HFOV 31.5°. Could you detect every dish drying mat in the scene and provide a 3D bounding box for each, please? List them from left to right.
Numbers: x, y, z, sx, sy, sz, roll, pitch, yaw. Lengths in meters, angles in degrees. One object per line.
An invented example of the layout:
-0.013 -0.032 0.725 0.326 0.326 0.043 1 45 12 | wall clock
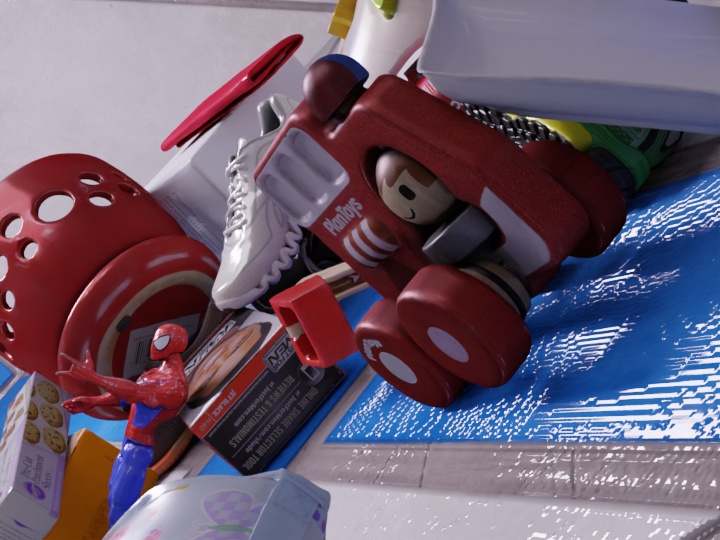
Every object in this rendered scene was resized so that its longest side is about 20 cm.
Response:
-0.121 -0.160 1.169 0.077 0.018 0.200 -52 15 -29 | dish drying mat

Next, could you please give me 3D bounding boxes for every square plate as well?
0.132 -0.108 0.648 0.198 0.200 0.029 -76 -9 -65 | square plate

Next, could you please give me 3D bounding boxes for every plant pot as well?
-0.230 0.018 1.135 0.182 0.201 0.200 30 71 34 | plant pot

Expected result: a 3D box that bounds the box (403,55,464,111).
0.103 -0.138 0.950 0.100 0.095 0.200 -44 12 10 | box

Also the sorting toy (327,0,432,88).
0.017 -0.182 0.991 0.200 0.107 0.180 -147 81 -80 | sorting toy

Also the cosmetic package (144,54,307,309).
-0.101 -0.075 1.258 0.167 0.166 0.200 -53 15 -30 | cosmetic package

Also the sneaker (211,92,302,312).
-0.082 -0.057 1.037 0.075 0.081 0.200 -17 43 49 | sneaker

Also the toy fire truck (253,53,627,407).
0.026 -0.030 0.651 0.112 0.168 0.200 -50 3 -20 | toy fire truck

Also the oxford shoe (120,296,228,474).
-0.163 0.108 1.084 0.200 0.073 0.071 -49 13 3 | oxford shoe

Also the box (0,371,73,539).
-0.243 0.137 0.945 0.039 0.041 0.200 -52 18 10 | box

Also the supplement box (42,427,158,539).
-0.253 0.210 1.019 0.200 0.073 0.126 -29 31 54 | supplement box

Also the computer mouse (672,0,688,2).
0.150 -0.181 0.819 0.200 0.140 0.046 -46 8 1 | computer mouse

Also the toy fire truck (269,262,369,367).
0.000 0.000 0.870 0.141 0.049 0.200 -30 11 -9 | toy fire truck

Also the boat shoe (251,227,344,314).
-0.020 -0.027 1.069 0.200 0.074 0.060 -34 10 14 | boat shoe

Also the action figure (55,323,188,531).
-0.181 0.123 0.878 0.065 0.099 0.200 -144 76 -74 | action figure

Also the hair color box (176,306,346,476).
-0.088 0.084 0.948 0.102 0.061 0.200 -48 13 -10 | hair color box

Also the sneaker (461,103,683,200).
0.118 -0.104 0.767 0.085 0.078 0.200 -37 43 -8 | sneaker

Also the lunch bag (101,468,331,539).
-0.090 0.186 0.489 0.200 0.127 0.170 -50 7 28 | lunch bag
